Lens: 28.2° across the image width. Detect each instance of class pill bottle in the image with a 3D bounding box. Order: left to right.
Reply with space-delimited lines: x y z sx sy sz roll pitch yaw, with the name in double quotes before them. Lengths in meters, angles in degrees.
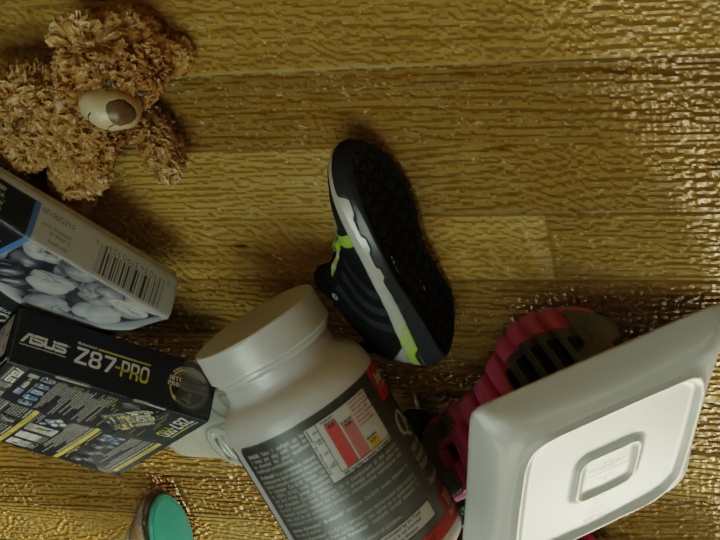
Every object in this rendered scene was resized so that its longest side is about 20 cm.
"pill bottle" -0.023 0.120 0.990 0.115 0.116 0.201 -23 102 36

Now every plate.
"plate" 0.164 0.129 0.992 0.198 0.032 0.201 -22 141 -18

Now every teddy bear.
"teddy bear" -0.186 -0.090 0.923 0.199 0.067 0.145 -20 130 34

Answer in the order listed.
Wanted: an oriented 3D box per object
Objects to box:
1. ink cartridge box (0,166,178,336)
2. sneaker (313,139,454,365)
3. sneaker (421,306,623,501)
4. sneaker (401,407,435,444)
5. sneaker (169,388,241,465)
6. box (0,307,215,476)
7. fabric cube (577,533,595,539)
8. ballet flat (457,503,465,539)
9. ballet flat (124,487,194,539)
"ink cartridge box" -0.265 -0.004 1.014 0.199 0.044 0.197 -16 143 42
"sneaker" 0.000 0.000 0.960 0.082 0.072 0.201 -2 135 23
"sneaker" 0.130 0.095 1.036 0.095 0.080 0.200 7 141 -37
"sneaker" 0.007 0.174 1.148 0.089 0.078 0.201 21 137 6
"sneaker" -0.077 0.125 1.117 0.198 0.082 0.075 -11 135 29
"box" -0.222 0.100 1.107 0.160 0.050 0.200 22 152 -21
"fabric cube" 0.129 0.360 1.203 0.195 0.201 0.200 -11 132 35
"ballet flat" 0.100 0.214 1.123 0.072 0.072 0.200 36 117 -22
"ballet flat" -0.182 0.269 1.320 0.067 0.068 0.201 3 136 25
